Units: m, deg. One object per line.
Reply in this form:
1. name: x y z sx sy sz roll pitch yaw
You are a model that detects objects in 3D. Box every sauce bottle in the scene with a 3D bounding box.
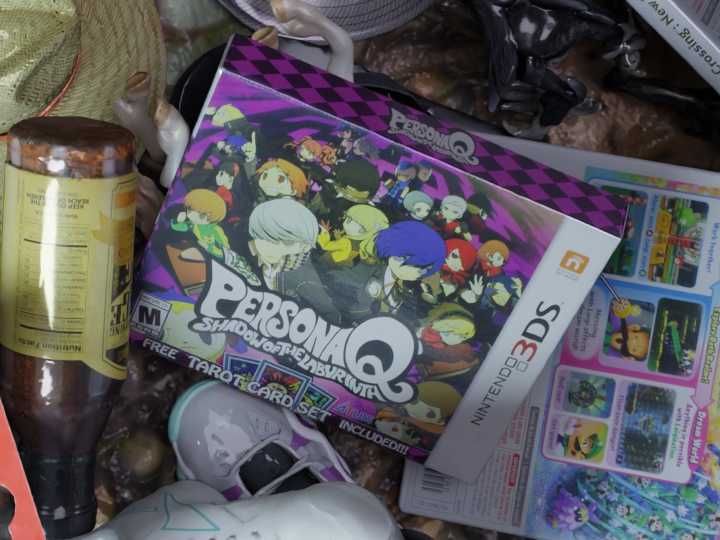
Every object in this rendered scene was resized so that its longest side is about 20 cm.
1. sauce bottle: -0.142 0.029 1.093 0.066 0.066 0.200 -1 108 -17

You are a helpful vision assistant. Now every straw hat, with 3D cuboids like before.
1. straw hat: -0.182 -0.107 1.103 0.201 0.085 0.202 2 84 -17

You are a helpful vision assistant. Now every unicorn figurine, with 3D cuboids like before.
1. unicorn figurine: -0.028 -0.060 1.117 0.137 0.200 0.074 54 32 -28

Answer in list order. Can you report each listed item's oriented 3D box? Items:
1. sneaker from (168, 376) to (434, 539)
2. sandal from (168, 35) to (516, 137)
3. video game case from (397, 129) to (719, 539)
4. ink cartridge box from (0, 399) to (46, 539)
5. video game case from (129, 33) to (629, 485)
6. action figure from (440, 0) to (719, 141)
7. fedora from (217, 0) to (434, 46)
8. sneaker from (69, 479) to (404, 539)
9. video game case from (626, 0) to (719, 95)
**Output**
1. sneaker: -0.007 0.130 1.107 0.078 0.140 0.200 -44 99 -15
2. sandal: 0.001 -0.074 1.179 0.200 0.043 0.076 13 81 -16
3. video game case: 0.123 0.042 1.160 0.182 0.024 0.200 10 95 10
4. ink cartridge box: -0.238 0.135 1.016 0.200 0.050 0.162 -23 79 21
5. video game case: 0.000 0.000 1.086 0.200 0.181 0.036 23 40 -5
6. action figure: 0.108 -0.125 1.187 0.200 0.102 0.119 15 80 -32
7. fedora: -0.012 -0.221 1.162 0.177 0.090 0.200 -9 88 -17
8. sneaker: -0.059 0.139 1.055 0.080 0.200 0.071 -16 97 -43
9. video game case: 0.212 -0.146 1.204 0.182 0.022 0.200 44 37 -9
